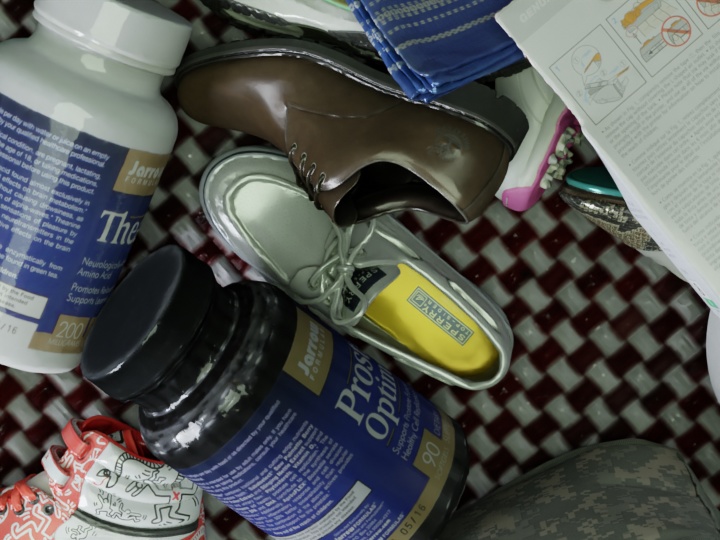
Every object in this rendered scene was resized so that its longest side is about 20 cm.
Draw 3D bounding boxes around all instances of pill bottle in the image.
[{"bbox_3d":[-0.047,0.076,1.154,0.200,0.112,0.112,37,99,-24],"label":"pill bottle"},{"bbox_3d":[-0.164,-0.055,1.152,0.111,0.111,0.200,23,100,-5],"label":"pill bottle"}]

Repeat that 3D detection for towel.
[{"bbox_3d":[0.043,-0.187,1.105,0.145,0.024,0.200,-25,66,-15],"label":"towel"}]

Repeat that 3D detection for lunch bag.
[{"bbox_3d":[0.111,0.179,1.171,0.200,0.164,0.118,-27,102,6],"label":"lunch bag"}]

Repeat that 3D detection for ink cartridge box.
[{"bbox_3d":[0.185,-0.097,1.072,0.161,0.050,0.200,-40,94,-3],"label":"ink cartridge box"}]

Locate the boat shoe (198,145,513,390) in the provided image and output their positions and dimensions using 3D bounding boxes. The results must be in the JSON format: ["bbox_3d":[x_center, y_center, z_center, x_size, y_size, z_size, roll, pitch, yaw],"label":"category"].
[{"bbox_3d":[-0.002,0.004,1.177,0.202,0.086,0.075,37,98,-7],"label":"boat shoe"}]

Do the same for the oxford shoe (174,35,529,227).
[{"bbox_3d":[-0.019,-0.071,1.138,0.200,0.073,0.085,14,69,25],"label":"oxford shoe"}]

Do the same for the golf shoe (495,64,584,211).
[{"bbox_3d":[0.095,-0.134,1.168,0.091,0.075,0.200,19,98,12],"label":"golf shoe"}]

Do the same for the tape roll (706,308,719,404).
[{"bbox_3d":[0.299,0.055,1.136,0.202,0.139,0.203,-5,116,-10],"label":"tape roll"}]

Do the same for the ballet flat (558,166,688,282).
[{"bbox_3d":[0.212,-0.030,1.186,0.200,0.068,0.075,-9,110,-2],"label":"ballet flat"}]

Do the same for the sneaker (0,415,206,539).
[{"bbox_3d":[-0.186,0.133,1.211,0.201,0.067,0.108,6,101,-5],"label":"sneaker"}]

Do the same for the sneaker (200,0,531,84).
[{"bbox_3d":[0.008,-0.159,1.137,0.200,0.077,0.089,17,84,17],"label":"sneaker"}]
